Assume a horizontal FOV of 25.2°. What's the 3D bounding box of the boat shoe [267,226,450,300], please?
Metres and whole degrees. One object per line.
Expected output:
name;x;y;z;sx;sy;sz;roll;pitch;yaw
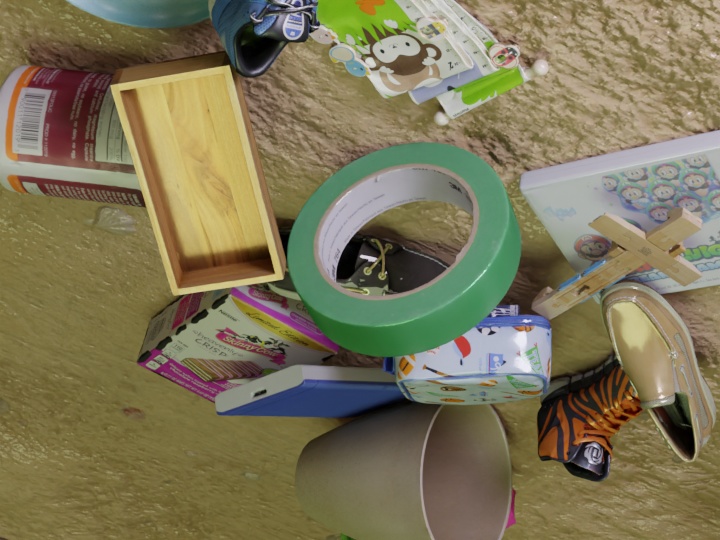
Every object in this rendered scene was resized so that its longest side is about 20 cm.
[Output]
boat shoe;0.000;0.000;1.541;0.200;0.072;0.061;6;148;14

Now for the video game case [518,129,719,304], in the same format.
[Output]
video game case;0.268;-0.043;1.438;0.199;0.024;0.182;-11;138;30

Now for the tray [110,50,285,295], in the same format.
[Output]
tray;-0.131;-0.078;1.338;0.098;0.037;0.201;-9;121;7

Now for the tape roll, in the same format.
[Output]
tape roll;0.037;-0.021;1.389;0.200;0.201;0.048;-3;141;22

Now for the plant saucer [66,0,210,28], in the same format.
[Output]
plant saucer;-0.183;-0.270;1.266;0.199;0.027;0.200;8;144;6

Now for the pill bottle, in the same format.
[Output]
pill bottle;-0.211;-0.115;1.414;0.199;0.114;0.114;7;144;9

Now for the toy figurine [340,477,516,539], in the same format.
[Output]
toy figurine;0.103;0.293;1.887;0.184;0.151;0.200;-21;156;25

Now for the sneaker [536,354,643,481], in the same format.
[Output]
sneaker;0.258;0.151;1.632;0.077;0.112;0.200;31;140;-25

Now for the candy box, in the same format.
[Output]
candy box;-0.126;0.070;1.688;0.136;0.061;0.200;29;141;-22

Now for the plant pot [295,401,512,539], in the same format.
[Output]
plant pot;0.035;0.227;1.764;0.199;0.188;0.187;-4;142;36

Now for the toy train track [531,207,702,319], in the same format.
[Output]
toy train track;0.227;-0.011;1.445;0.115;0.033;0.200;31;140;-21

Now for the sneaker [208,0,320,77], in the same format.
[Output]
sneaker;-0.048;-0.220;1.217;0.078;0.089;0.200;3;146;-29

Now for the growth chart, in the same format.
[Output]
growth chart;0.035;-0.189;1.317;0.200;0.018;0.145;33;141;-24

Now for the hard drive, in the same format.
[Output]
hard drive;-0.035;0.128;1.688;0.132;0.025;0.200;-22;161;39

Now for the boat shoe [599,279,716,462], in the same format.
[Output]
boat shoe;0.282;0.099;1.517;0.071;0.076;0.200;-18;122;32

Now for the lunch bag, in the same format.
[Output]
lunch bag;0.104;0.086;1.561;0.160;0.076;0.200;-1;167;5
